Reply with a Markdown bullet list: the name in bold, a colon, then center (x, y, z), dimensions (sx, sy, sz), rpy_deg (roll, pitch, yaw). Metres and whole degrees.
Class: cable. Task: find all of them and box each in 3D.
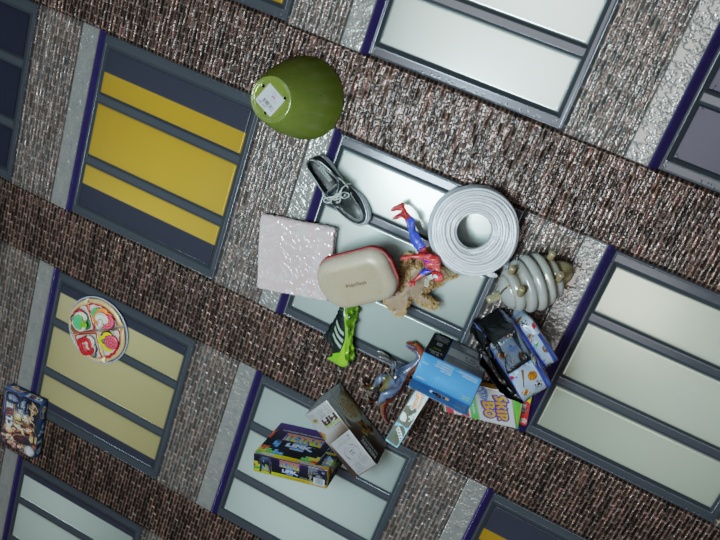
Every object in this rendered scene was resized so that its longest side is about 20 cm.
- **cable**: center (0.246, -0.086, 1.500), dimensions (0.198, 0.069, 0.202), rpy_deg (9, 102, 4)

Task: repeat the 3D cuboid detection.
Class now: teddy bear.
- **teddy bear**: center (0.139, 0.021, 1.591), dimensions (0.144, 0.067, 0.201), rpy_deg (33, 105, 2)

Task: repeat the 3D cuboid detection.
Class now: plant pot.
- **plant pot**: center (-0.155, -0.374, 1.501), dimensions (0.185, 0.200, 0.189), rpy_deg (5, 106, 17)

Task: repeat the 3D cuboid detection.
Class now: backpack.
- **backpack**: center (0.341, 0.185, 1.507), dimensions (0.153, 0.200, 0.192), rpy_deg (-25, 99, 9)

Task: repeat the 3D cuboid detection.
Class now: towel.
- **towel**: center (-0.157, -0.032, 1.685), dimensions (0.198, 0.032, 0.193), rpy_deg (11, 108, 16)

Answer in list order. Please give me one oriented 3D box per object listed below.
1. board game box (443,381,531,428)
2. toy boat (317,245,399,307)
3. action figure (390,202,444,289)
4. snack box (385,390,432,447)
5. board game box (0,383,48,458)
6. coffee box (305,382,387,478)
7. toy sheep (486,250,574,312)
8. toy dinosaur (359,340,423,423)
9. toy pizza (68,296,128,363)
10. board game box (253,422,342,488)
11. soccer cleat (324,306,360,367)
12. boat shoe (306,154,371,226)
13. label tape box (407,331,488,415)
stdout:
- **board game box**: center (0.299, 0.312, 1.624), dimensions (0.198, 0.030, 0.096), rpy_deg (9, 116, 13)
- **toy boat**: center (0.000, 0.000, 1.589), dimensions (0.198, 0.131, 0.131), rpy_deg (-13, 114, 26)
- **action figure**: center (0.109, -0.043, 1.525), dimensions (0.099, 0.065, 0.201), rpy_deg (-32, 66, -4)
- **snack box**: center (0.133, 0.314, 1.636), dimensions (0.037, 0.116, 0.201), rpy_deg (31, 111, 8)
- **board game box**: center (-1.033, 0.462, 2.102), dimensions (0.134, 0.035, 0.202), rpy_deg (20, 109, 13)
- **coffee box**: center (-0.033, 0.398, 1.714), dimensions (0.080, 0.114, 0.201), rpy_deg (-37, 90, 22)
- **toy sheep**: center (0.363, 0.026, 1.469), dimensions (0.198, 0.138, 0.139), rpy_deg (-15, 100, -1)
- **toy dinosaur**: center (0.088, 0.255, 1.679), dimensions (0.180, 0.105, 0.200), rpy_deg (-27, 133, 10)
- **toy pizza**: center (-0.745, 0.171, 1.932), dimensions (0.198, 0.032, 0.202), rpy_deg (5, 106, 17)
- **board game box**: center (-0.147, 0.465, 1.741), dimensions (0.198, 0.165, 0.057), rpy_deg (8, 108, 16)
- **soccer cleat**: center (-0.049, 0.140, 1.680), dimensions (0.080, 0.067, 0.202), rpy_deg (13, 109, 28)
- **boat shoe**: center (-0.052, -0.183, 1.590), dimensions (0.073, 0.068, 0.200), rpy_deg (-33, 93, 23)
- **label tape box**: center (0.203, 0.226, 1.543), dimensions (0.143, 0.200, 0.064), rpy_deg (25, 111, 10)
